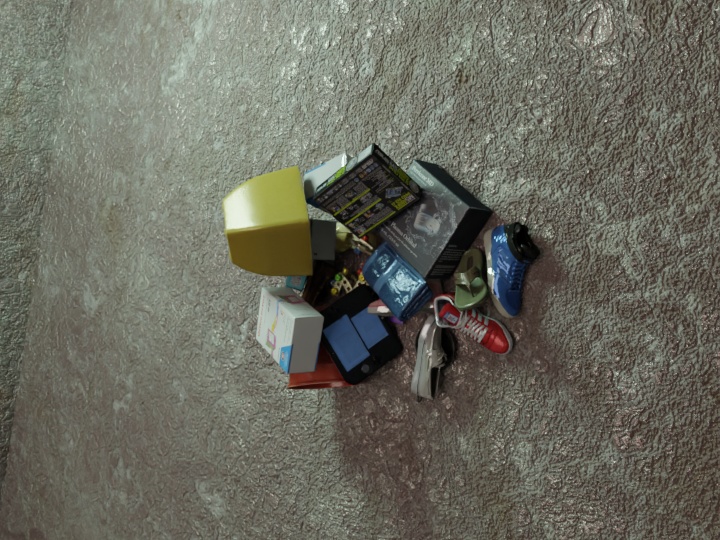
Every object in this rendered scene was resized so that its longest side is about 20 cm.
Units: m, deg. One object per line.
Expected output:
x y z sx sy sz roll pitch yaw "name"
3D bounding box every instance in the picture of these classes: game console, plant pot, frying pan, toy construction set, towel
-0.009 0.161 1.643 0.202 0.175 0.031 59 165 -4 "game console"
-0.100 0.204 1.741 0.198 0.199 0.199 -15 72 38 "plant pot"
0.183 0.223 1.595 0.113 0.031 0.194 -3 91 40 "frying pan"
0.000 0.000 1.712 0.131 0.091 0.202 43 127 25 "toy construction set"
-0.228 -0.108 1.603 0.196 0.196 0.198 92 168 -50 "plant pot"
0.080 0.022 1.569 0.112 0.048 0.200 -47 48 8 "towel"

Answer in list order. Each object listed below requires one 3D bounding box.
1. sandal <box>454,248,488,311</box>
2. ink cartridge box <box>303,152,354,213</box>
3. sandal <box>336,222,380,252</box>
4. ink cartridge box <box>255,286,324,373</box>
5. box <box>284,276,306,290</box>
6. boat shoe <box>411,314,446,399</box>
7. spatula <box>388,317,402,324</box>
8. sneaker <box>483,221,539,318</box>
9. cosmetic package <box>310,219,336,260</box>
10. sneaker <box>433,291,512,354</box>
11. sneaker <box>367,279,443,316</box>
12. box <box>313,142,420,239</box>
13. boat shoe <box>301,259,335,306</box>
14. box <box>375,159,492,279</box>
0.235 0.015 1.465 0.079 0.058 0.203 -25 33 24 "sandal"
-0.024 -0.194 1.651 0.145 0.198 0.088 -18 64 37 "ink cartridge box"
-0.048 -0.085 1.762 0.209 0.069 0.079 11 97 39 "sandal"
-0.179 0.142 1.630 0.199 0.083 0.147 34 119 53 "ink cartridge box"
-0.166 0.010 1.783 0.048 0.200 0.084 19 86 -4 "box"
0.169 0.205 1.548 0.065 0.071 0.204 19 103 32 "boat shoe"
0.038 0.101 1.722 0.197 0.020 0.058 4 94 40 "spatula"
0.337 -0.004 1.436 0.110 0.076 0.204 -20 71 47 "sneaker"
-0.127 -0.085 1.771 0.200 0.070 0.104 -165 78 -70 "cosmetic package"
0.245 0.121 1.490 0.200 0.111 0.072 42 116 31 "sneaker"
0.109 0.053 1.614 0.197 0.075 0.107 -8 77 23 "sneaker"
0.013 -0.176 1.512 0.199 0.159 0.045 -32 32 36 "box"
-0.124 0.058 1.819 0.071 0.069 0.202 -79 10 -49 "boat shoe"
0.167 -0.118 1.554 0.197 0.116 0.202 45 116 30 "box"
